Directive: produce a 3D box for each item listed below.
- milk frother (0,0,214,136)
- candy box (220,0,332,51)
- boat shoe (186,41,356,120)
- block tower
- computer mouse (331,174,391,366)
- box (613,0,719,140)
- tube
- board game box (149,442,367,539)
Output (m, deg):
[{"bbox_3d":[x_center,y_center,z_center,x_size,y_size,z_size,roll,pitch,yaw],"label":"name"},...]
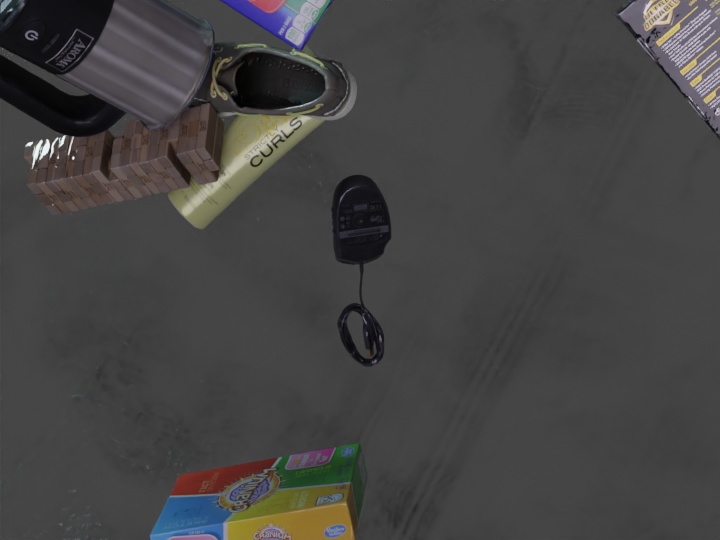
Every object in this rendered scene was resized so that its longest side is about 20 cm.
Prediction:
[{"bbox_3d":[-0.255,-0.247,1.452,0.187,0.202,0.179,28,146,-35],"label":"milk frother"},{"bbox_3d":[-0.092,-0.330,1.443,0.199,0.077,0.170,32,107,-3],"label":"candy box"},{"bbox_3d":[-0.105,-0.180,1.475,0.199,0.060,0.073,8,90,19],"label":"boat shoe"},{"bbox_3d":[-0.225,-0.104,1.505,0.197,0.058,0.054,-9,146,19],"label":"block tower"},{"bbox_3d":[0.000,0.000,1.561,0.058,0.034,0.203,-6,112,-11],"label":"computer mouse"},{"bbox_3d":[0.359,-0.243,1.446,0.200,0.049,0.160,-41,97,15],"label":"box"},{"bbox_3d":[-0.102,-0.126,1.521,0.200,0.052,0.058,-43,127,10],"label":"tube"},{"bbox_3d":[-0.097,0.235,1.571,0.197,0.153,0.041,-11,104,7],"label":"board game box"}]
